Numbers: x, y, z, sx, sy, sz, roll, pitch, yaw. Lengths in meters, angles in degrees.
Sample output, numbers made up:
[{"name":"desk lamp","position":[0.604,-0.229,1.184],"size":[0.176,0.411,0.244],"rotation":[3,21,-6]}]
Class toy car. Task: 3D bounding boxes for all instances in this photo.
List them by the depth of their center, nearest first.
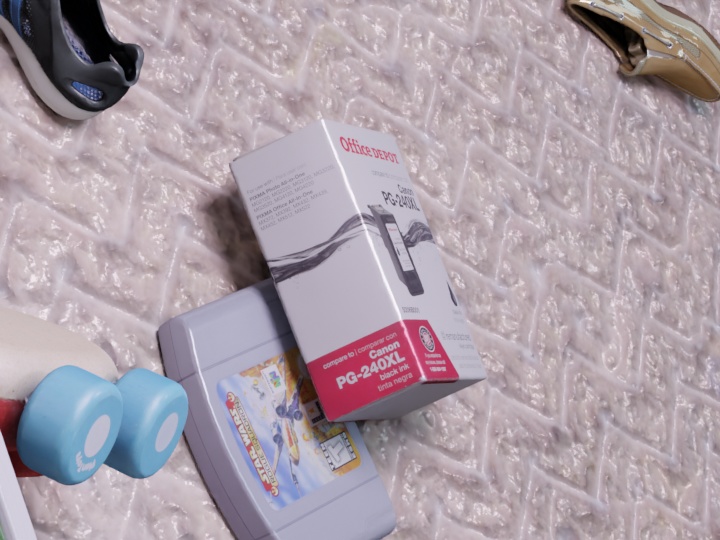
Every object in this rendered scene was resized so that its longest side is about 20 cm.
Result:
[{"name":"toy car","position":[-0.231,0.123,1.228],"size":[0.202,0.183,0.177],"rotation":[-68,162,4]}]

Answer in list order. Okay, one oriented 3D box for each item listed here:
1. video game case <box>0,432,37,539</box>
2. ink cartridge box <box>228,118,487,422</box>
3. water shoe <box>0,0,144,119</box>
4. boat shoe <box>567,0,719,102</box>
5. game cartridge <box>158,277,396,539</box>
[{"name":"video game case","position":[-0.262,0.116,1.143],"size":[0.022,0.181,0.202],"rotation":[-6,73,-61]},{"name":"ink cartridge box","position":[0.000,0.000,1.536],"size":[0.145,0.083,0.202],"rotation":[5,63,-69]},{"name":"water shoe","position":[-0.218,-0.199,1.446],"size":[0.201,0.079,0.072],"rotation":[53,40,-11]},{"name":"boat shoe","position":[0.264,-0.208,1.998],"size":[0.199,0.071,0.077],"rotation":[35,61,-20]},{"name":"game cartridge","position":[-0.059,0.112,1.482],"size":[0.133,0.041,0.201],"rotation":[-22,86,-55]}]
